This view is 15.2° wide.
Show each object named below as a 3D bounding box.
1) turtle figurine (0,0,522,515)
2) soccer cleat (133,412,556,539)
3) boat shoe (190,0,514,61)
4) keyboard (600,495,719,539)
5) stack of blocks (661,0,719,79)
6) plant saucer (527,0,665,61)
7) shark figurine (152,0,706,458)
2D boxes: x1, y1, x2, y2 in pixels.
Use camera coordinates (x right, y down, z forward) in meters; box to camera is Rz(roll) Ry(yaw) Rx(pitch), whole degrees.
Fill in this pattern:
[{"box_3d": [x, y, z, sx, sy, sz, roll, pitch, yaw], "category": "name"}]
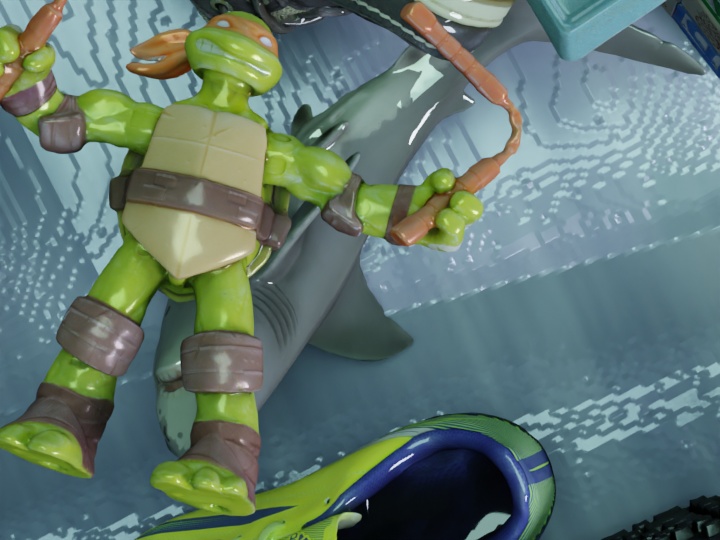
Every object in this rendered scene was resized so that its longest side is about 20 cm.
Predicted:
[{"box_3d": [-0.061, -0.016, 0.818, 0.198, 0.064, 0.163, 17, 78, -6], "category": "turtle figurine"}, {"box_3d": [-0.029, 0.101, 0.890, 0.199, 0.084, 0.065, -25, 85, 0], "category": "soccer cleat"}, {"box_3d": [-0.031, -0.109, 0.894, 0.200, 0.072, 0.066, 36, 108, 36], "category": "boat shoe"}, {"box_3d": [0.043, 0.119, 0.852, 0.199, 0.127, 0.021, -23, 101, -10], "category": "keyboard"}, {"box_3d": [0.088, -0.167, 0.894, 0.058, 0.115, 0.201, -37, 85, -1], "category": "stack of blocks"}, {"box_3d": [0.039, -0.167, 0.833, 0.070, 0.019, 0.201, -32, 87, 16], "category": "plant saucer"}, {"box_3d": [0.007, -0.016, 0.910, 0.215, 0.128, 0.090, -46, 115, -9], "category": "shark figurine"}]
